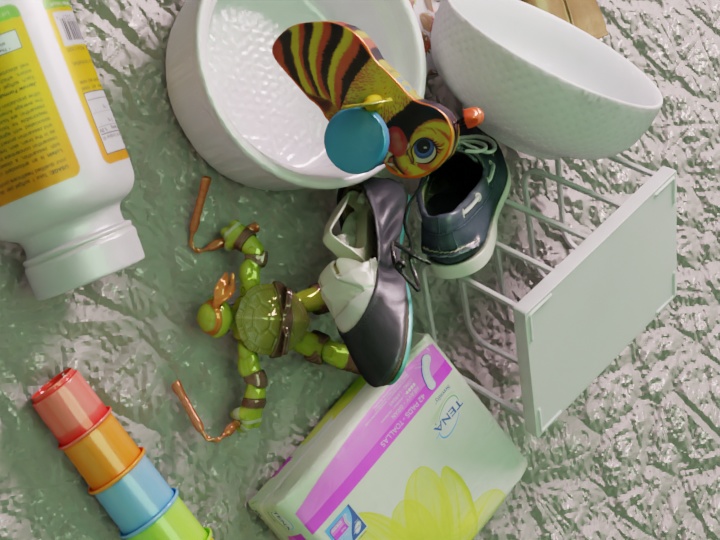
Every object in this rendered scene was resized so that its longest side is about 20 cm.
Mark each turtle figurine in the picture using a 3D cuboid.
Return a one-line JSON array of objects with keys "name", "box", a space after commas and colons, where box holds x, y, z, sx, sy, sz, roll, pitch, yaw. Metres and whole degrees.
[{"name": "turtle figurine", "box": [-0.063, 0.028, 1.063, 0.159, 0.064, 0.204, 3, 79, -33]}]

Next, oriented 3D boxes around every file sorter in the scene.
[{"name": "file sorter", "box": [0.157, 0.005, 1.146, 0.200, 0.124, 0.140, -40, 138, -28]}]

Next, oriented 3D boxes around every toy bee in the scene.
[{"name": "toy bee", "box": [0.030, -0.108, 0.996, 0.108, 0.131, 0.201, -31, 113, 14]}]

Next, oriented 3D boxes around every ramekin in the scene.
[{"name": "ramekin", "box": [-0.055, -0.158, 1.072, 0.198, 0.097, 0.204, 4, 83, -30]}]

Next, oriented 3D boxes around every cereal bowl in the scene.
[{"name": "cereal bowl", "box": [0.142, -0.150, 1.129, 0.198, 0.201, 0.084, 12, 117, -29]}]

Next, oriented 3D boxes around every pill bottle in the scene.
[{"name": "pill bottle", "box": [-0.223, -0.088, 0.954, 0.110, 0.111, 0.203, -24, 97, -31]}]

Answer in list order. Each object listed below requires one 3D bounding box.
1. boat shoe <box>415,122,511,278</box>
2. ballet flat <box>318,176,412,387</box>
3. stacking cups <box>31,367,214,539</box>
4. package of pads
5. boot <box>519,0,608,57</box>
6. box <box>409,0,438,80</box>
[{"name": "boat shoe", "box": [0.077, -0.074, 1.113, 0.201, 0.074, 0.062, -71, 149, -51]}, {"name": "ballet flat", "box": [0.000, 0.000, 1.041, 0.073, 0.073, 0.202, 30, 40, -25]}, {"name": "stacking cups", "box": [-0.161, 0.159, 0.992, 0.060, 0.060, 0.201, -40, 105, -28]}, {"name": "package of pads", "box": [0.029, 0.171, 1.102, 0.200, 0.068, 0.155, -47, 107, -26]}, {"name": "boot", "box": [0.130, -0.282, 1.218, 0.174, 0.066, 0.203, -23, 97, -31]}, {"name": "box", "box": [0.027, -0.258, 1.167, 0.038, 0.041, 0.203, -15, 93, -32]}]
